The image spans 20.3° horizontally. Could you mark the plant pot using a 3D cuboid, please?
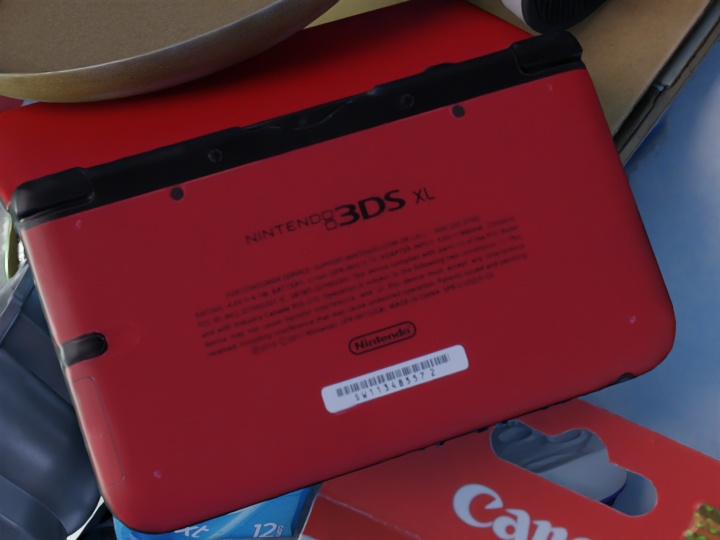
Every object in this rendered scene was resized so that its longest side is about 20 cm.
[{"bbox_3d":[-0.075,-0.117,0.769,0.199,0.028,0.200,-13,34,9],"label":"plant pot"}]

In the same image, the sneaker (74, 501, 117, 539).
[{"bbox_3d":[-0.090,0.124,0.875,0.115,0.076,0.201,-52,4,-38],"label":"sneaker"}]

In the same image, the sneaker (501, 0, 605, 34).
[{"bbox_3d":[0.090,-0.195,0.758,0.200,0.084,0.121,-48,60,-3],"label":"sneaker"}]

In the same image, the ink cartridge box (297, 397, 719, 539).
[{"bbox_3d":[0.043,0.141,0.679,0.162,0.050,0.201,24,99,1],"label":"ink cartridge box"}]

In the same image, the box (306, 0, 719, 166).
[{"bbox_3d":[0.045,-0.107,0.795,0.200,0.021,0.164,32,83,38],"label":"box"}]

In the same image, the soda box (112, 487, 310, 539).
[{"bbox_3d":[-0.068,0.002,0.751,0.064,0.067,0.201,109,154,-43],"label":"soda box"}]

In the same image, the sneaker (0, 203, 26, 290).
[{"bbox_3d":[-0.120,-0.068,0.962,0.088,0.077,0.201,11,90,33],"label":"sneaker"}]

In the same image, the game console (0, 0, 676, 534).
[{"bbox_3d":[-0.019,-0.012,0.701,0.119,0.199,0.173,132,120,-75],"label":"game console"}]

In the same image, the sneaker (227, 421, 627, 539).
[{"bbox_3d":[0.022,0.149,0.755,0.199,0.147,0.081,-21,16,-1],"label":"sneaker"}]

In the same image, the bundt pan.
[{"bbox_3d":[-0.159,0.099,0.809,0.202,0.076,0.202,-53,10,14],"label":"bundt pan"}]

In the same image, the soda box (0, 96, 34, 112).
[{"bbox_3d":[-0.129,-0.117,0.897,0.199,0.068,0.064,-24,61,15],"label":"soda box"}]
